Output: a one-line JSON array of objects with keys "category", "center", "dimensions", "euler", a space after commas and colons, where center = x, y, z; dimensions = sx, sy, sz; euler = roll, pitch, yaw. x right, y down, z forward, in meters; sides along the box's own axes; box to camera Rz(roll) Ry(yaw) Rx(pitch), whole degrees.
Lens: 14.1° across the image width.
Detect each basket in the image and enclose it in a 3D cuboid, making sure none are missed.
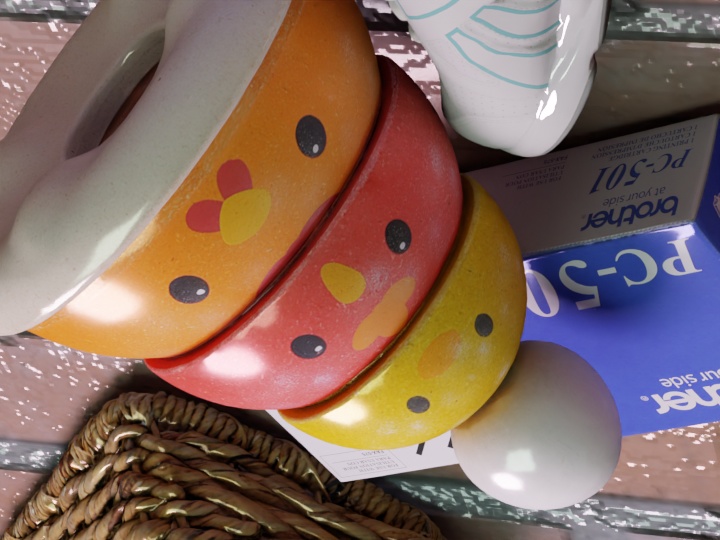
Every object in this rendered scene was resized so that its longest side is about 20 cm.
[{"category": "basket", "center": [-0.045, 0.140, 1.122], "dimensions": [0.142, 0.150, 0.200], "euler": [-4, 154, -26]}]

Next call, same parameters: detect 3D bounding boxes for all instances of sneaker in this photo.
[{"category": "sneaker", "center": [0.031, -0.089, 0.735], "dimensions": [0.080, 0.071, 0.200], "euler": [11, 160, 0]}]

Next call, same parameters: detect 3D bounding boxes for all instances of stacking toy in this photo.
[{"category": "stacking toy", "center": [0.000, 0.000, 0.826], "dimensions": [0.200, 0.147, 0.146], "euler": [35, 143, -19]}]

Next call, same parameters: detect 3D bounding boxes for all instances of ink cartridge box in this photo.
[{"category": "ink cartridge box", "center": [0.049, 0.013, 0.915], "dimensions": [0.199, 0.044, 0.094], "euler": [-13, 136, 38]}]
